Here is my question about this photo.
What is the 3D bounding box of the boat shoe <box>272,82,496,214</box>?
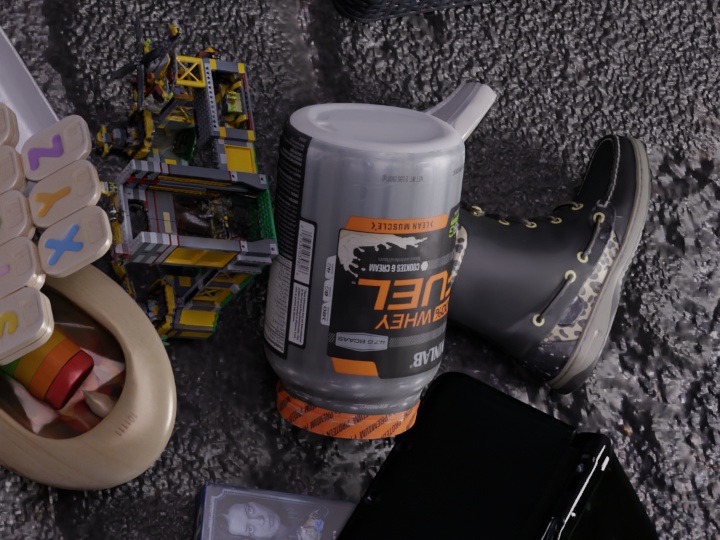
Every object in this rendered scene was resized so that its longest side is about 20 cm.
[{"bbox_3d":[0.015,-0.080,1.490,0.069,0.072,0.200,46,72,2],"label":"boat shoe"}]

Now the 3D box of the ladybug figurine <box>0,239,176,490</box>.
[{"bbox_3d":[-0.201,0.060,1.340,0.200,0.072,0.136,40,82,13],"label":"ladybug figurine"}]

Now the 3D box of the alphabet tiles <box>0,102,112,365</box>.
[{"bbox_3d":[-0.249,-0.016,1.320,0.194,0.015,0.201,-27,51,12],"label":"alphabet tiles"}]

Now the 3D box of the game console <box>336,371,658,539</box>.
[{"bbox_3d":[0.090,0.198,1.398,0.201,0.116,0.177,-56,131,-32],"label":"game console"}]

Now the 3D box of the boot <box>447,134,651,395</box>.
[{"bbox_3d":[0.117,-0.031,1.490,0.153,0.073,0.205,24,66,-13],"label":"boot"}]

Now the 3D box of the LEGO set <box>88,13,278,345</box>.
[{"bbox_3d":[-0.140,-0.055,1.376,0.115,0.153,0.202,5,71,-31],"label":"LEGO set"}]

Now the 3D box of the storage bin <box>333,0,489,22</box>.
[{"bbox_3d":[0.066,-0.278,1.571,0.198,0.094,0.136,-13,73,-22],"label":"storage bin"}]

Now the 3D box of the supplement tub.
[{"bbox_3d":[0.000,0.000,1.372,0.121,0.123,0.202,-1,109,-18],"label":"supplement tub"}]

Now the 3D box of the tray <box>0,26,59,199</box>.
[{"bbox_3d":[-0.282,-0.124,1.432,0.107,0.022,0.201,-28,79,-27],"label":"tray"}]

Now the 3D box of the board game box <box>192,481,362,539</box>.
[{"bbox_3d":[-0.047,0.245,1.348,0.134,0.035,0.202,9,66,-14],"label":"board game box"}]
